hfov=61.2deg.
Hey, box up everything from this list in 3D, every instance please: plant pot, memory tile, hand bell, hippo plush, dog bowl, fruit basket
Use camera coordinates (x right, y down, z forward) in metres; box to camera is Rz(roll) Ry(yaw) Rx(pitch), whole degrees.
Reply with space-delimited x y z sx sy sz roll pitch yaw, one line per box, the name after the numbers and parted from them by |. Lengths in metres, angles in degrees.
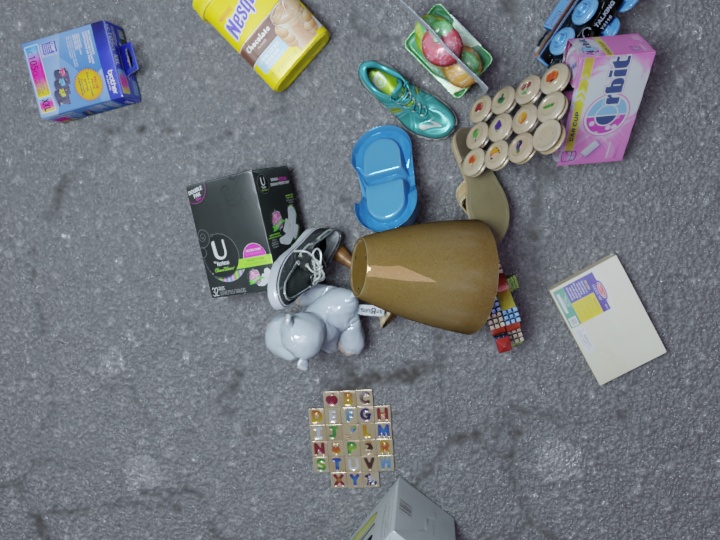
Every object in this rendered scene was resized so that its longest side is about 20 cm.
0.089 0.003 0.973 0.197 0.186 0.190 4 101 -18 | plant pot
0.243 -0.235 0.972 0.017 0.199 0.156 21 71 -33 | memory tile
0.000 0.000 1.115 0.199 0.104 0.105 41 102 12 | hand bell
-0.071 0.112 1.058 0.198 0.161 0.161 -4 117 42 | hippo plush
0.046 -0.150 1.047 0.110 0.050 0.203 -12 67 17 | dog bowl
0.143 -0.356 0.968 0.185 0.200 0.094 45 102 -1 | fruit basket

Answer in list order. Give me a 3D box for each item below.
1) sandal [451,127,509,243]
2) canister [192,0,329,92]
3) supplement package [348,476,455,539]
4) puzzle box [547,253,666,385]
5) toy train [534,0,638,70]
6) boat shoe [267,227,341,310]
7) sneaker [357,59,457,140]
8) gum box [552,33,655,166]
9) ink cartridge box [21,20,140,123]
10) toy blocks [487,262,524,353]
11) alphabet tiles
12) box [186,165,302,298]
0.201 -0.139 1.071 0.076 0.070 0.215 -10 77 -14 | sandal
-0.167 -0.431 1.052 0.148 0.087 0.200 -44 94 12 | canister
0.064 0.541 1.129 0.146 0.191 0.201 36 101 0 | supplement package
0.441 0.088 1.094 0.132 0.025 0.202 -28 95 11 | puzzle box
0.357 -0.407 0.977 0.086 0.115 0.201 23 111 -28 | toy train
-0.088 -0.008 1.034 0.067 0.200 0.074 -5 119 29 | boat shoe
0.076 -0.292 1.048 0.198 0.080 0.078 33 101 0 | sneaker
0.374 -0.262 0.970 0.111 0.067 0.202 -5 134 -2 | gum box
-0.491 -0.363 1.108 0.197 0.076 0.139 -12 98 7 | ink cartridge box
0.237 0.058 1.056 0.098 0.137 0.203 -18 97 9 | toy blocks
-0.018 0.332 1.199 0.163 0.006 0.204 -3 99 8 | alphabet tiles
-0.196 -0.070 1.079 0.146 0.124 0.203 -8 98 25 | box
